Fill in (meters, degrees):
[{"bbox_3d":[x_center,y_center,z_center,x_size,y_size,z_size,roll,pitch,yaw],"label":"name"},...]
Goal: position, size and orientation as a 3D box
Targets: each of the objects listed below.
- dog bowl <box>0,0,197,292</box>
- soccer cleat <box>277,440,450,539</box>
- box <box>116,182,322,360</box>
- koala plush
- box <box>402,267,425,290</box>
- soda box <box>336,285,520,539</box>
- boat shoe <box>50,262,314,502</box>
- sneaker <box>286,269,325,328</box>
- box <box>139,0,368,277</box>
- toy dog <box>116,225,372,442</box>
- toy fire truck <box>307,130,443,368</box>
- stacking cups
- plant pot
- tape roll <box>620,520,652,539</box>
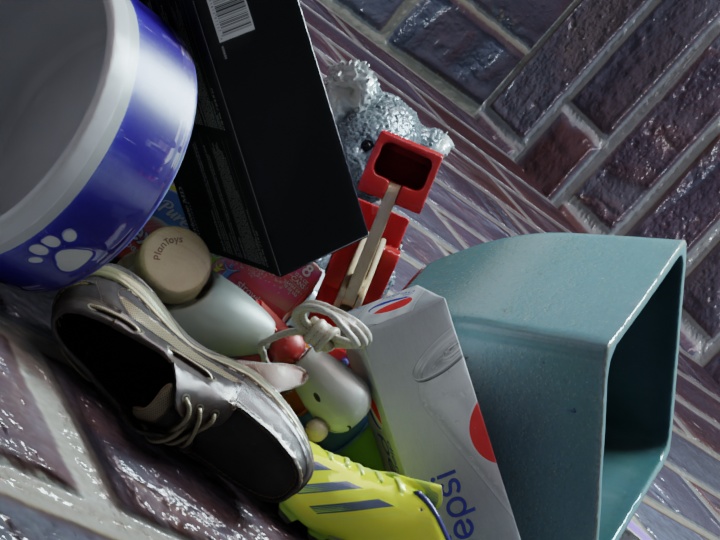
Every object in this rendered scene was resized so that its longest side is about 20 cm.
[{"bbox_3d":[-0.199,-0.090,1.225,0.079,0.200,0.200,34,14,-42],"label":"dog bowl"},{"bbox_3d":[0.009,0.157,1.297,0.200,0.084,0.065,40,11,-9],"label":"soccer cleat"},{"bbox_3d":[-0.130,-0.027,1.447,0.200,0.096,0.100,42,-4,0],"label":"box"},{"bbox_3d":[-0.021,-0.094,1.857,0.177,0.200,0.184,35,12,-29],"label":"koala plush"},{"bbox_3d":[0.105,0.084,1.839,0.100,0.096,0.200,48,13,35],"label":"box"},{"bbox_3d":[0.049,0.116,1.355,0.063,0.068,0.200,-153,-136,-72],"label":"soda box"},{"bbox_3d":[-0.119,0.082,1.220,0.200,0.075,0.073,39,27,-1],"label":"boat shoe"},{"bbox_3d":[-0.062,0.020,1.599,0.115,0.075,0.200,38,8,-5],"label":"sneaker"},{"bbox_3d":[-0.083,-0.109,1.304,0.141,0.079,0.200,15,-54,58],"label":"box"},{"bbox_3d":[-0.095,0.057,1.293,0.200,0.096,0.132,27,-23,13],"label":"toy dog"},{"bbox_3d":[0.000,0.000,1.407,0.049,0.200,0.141,22,4,-1],"label":"toy fire truck"},{"bbox_3d":[-0.022,0.099,1.399,0.200,0.060,0.061,48,9,-16],"label":"stacking cups"},{"bbox_3d":[0.120,0.081,1.479,0.200,0.197,0.196,12,29,22],"label":"plant pot"},{"bbox_3d":[0.196,0.260,1.549,0.200,0.085,0.200,41,11,-9],"label":"tape roll"}]
